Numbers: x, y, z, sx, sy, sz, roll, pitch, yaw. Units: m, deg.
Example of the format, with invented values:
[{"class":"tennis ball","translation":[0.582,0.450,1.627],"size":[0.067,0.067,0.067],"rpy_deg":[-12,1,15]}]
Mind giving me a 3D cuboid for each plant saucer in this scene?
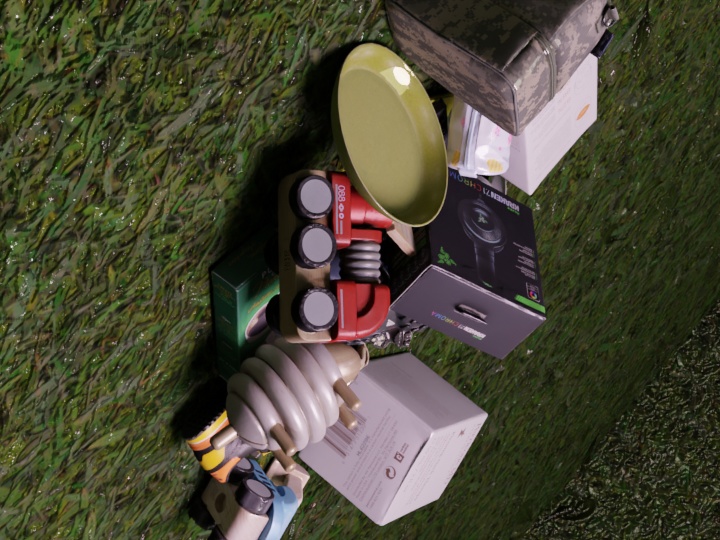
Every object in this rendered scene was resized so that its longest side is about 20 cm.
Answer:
[{"class":"plant saucer","translation":[0.026,-0.141,1.451],"size":[0.031,0.203,0.199],"rpy_deg":[-17,178,33]}]

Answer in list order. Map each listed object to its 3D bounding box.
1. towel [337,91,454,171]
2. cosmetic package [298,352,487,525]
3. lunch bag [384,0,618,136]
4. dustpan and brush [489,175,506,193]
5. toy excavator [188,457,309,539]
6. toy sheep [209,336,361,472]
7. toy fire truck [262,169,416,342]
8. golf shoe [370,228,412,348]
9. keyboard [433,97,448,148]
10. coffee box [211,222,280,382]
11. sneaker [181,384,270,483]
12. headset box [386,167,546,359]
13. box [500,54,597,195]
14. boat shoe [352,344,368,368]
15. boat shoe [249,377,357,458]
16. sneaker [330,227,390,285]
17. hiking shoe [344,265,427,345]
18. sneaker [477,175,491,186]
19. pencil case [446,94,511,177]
[{"class":"towel","translation":[0.045,-0.167,1.611],"size":[0.199,0.018,0.087],"rpy_deg":[-20,145,-55]},{"class":"cosmetic package","translation":[0.050,0.240,1.986],"size":[0.199,0.166,0.169],"rpy_deg":[-6,128,-62]},{"class":"lunch bag","translation":[0.150,-0.268,1.439],"size":[0.168,0.199,0.140],"rpy_deg":[-49,157,-8]},{"class":"dustpan and brush","translation":[0.171,-0.038,1.881],"size":[0.201,0.057,0.141],"rpy_deg":[-60,173,-57]},{"class":"toy excavator","translation":[-0.126,0.306,1.802],"size":[0.198,0.194,0.101],"rpy_deg":[23,104,-38]},{"class":"toy sheep","translation":[-0.083,0.144,1.532],"size":[0.199,0.138,0.139],"rpy_deg":[-31,150,-23]},{"class":"toy fire truck","translation":[-0.003,-0.012,1.471],"size":[0.197,0.128,0.179],"rpy_deg":[1,84,-26]},{"class":"golf shoe","translation":[0.040,0.003,1.784],"size":[0.088,0.076,0.203],"rpy_deg":[-84,180,-60]},{"class":"keyboard","translation":[0.101,-0.154,1.703],"size":[0.127,0.021,0.200],"rpy_deg":[-45,161,-13]},{"class":"coffee box","translation":[-0.112,0.037,1.550],"size":[0.123,0.044,0.201],"rpy_deg":[-42,154,-28]},{"class":"sneaker","translation":[-0.121,0.171,1.636],"size":[0.199,0.070,0.091],"rpy_deg":[-38,111,-28]},{"class":"headset box","translation":[0.124,-0.011,1.642],"size":[0.093,0.173,0.202],"rpy_deg":[-45,-150,38]},{"class":"box","translation":[0.220,-0.224,1.750],"size":[0.153,0.106,0.201],"rpy_deg":[-48,156,-15]},{"class":"boat shoe","translation":[-0.025,0.111,1.790],"size":[0.072,0.065,0.202],"rpy_deg":[-32,150,-41]},{"class":"boat shoe","translation":[-0.081,0.178,1.731],"size":[0.202,0.060,0.072],"rpy_deg":[-49,-175,26]},{"class":"sneaker","translation":[0.000,0.000,1.617],"size":[0.200,0.083,0.076],"rpy_deg":[-43,154,-69]},{"class":"hiking shoe","translation":[0.009,0.039,1.694],"size":[0.197,0.087,0.075],"rpy_deg":[-4,130,-10]},{"class":"sneaker","translation":[0.095,-0.036,1.812],"size":[0.111,0.073,0.202],"rpy_deg":[-19,140,-51]},{"class":"pencil case","translation":[0.148,-0.213,1.592],"size":[0.091,0.082,0.203],"rpy_deg":[-78,176,-68]}]
